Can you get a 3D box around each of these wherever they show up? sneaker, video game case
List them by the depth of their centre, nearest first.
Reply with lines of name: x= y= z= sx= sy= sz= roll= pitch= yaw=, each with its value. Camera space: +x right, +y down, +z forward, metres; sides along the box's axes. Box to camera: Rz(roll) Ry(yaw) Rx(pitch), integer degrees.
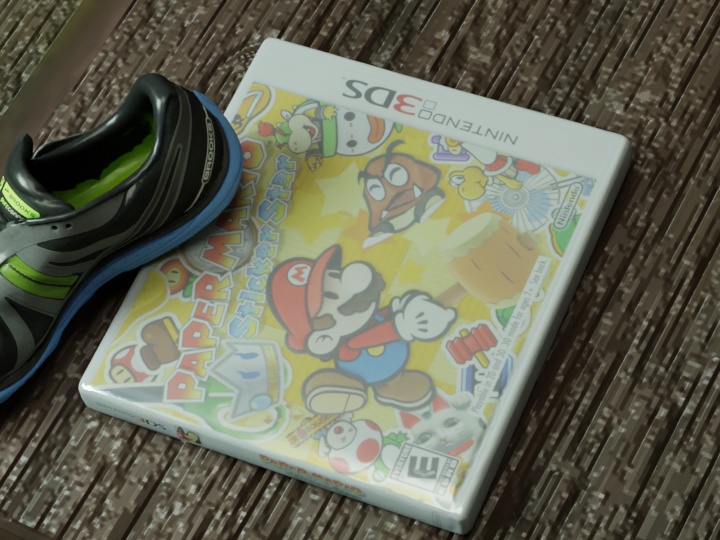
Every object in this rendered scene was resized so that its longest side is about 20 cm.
sneaker: x=-0.143 y=-0.013 z=1.005 sx=0.200 sy=0.083 sz=0.071 roll=-40 pitch=48 yaw=-2
video game case: x=0.000 y=0.000 z=1.022 sx=0.182 sy=0.023 sz=0.200 roll=17 pitch=63 yaw=18
